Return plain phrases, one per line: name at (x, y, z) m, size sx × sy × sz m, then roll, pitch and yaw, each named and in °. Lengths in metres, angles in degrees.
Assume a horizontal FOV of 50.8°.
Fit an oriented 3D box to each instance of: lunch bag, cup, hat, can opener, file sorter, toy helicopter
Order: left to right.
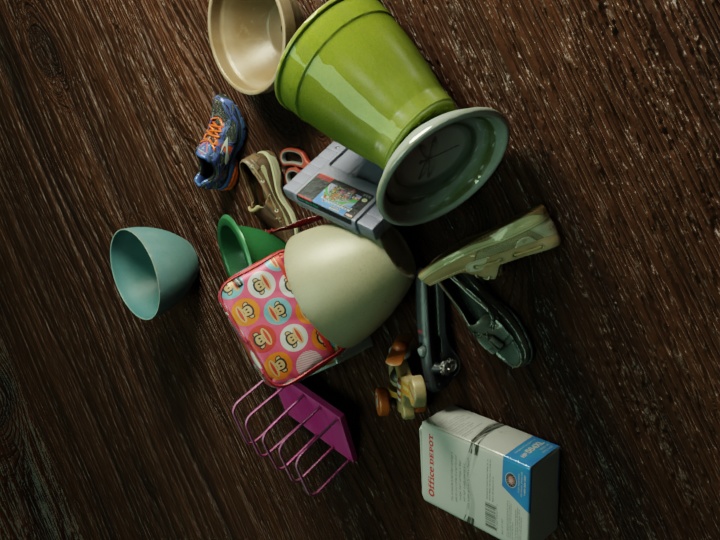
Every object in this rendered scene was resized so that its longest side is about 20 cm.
hat at (-0.139, -0.040, 1.351) m, size 0.200 × 0.176 × 0.166 m, roll 25°, pitch 129°, yaw 60°
lunch bag at (-0.115, 0.072, 1.222) m, size 0.200 × 0.176 × 0.082 m, roll 59°, pitch 165°, yaw 1°
file sorter at (-0.128, 0.305, 1.430) m, size 0.200 × 0.125 × 0.139 m, roll 27°, pitch 145°, yaw 37°
cup at (0.000, 0.000, 1.174) m, size 0.143 × 0.200 × 0.200 m, roll -29°, pitch 83°, yaw 25°
toy helicopter at (0.073, 0.167, 1.177) m, size 0.200 × 0.079 × 0.132 m, roll 170°, pitch 96°, yaw -82°
can opener at (0.109, 0.091, 1.168) m, size 0.079 × 0.063 × 0.200 m, roll 8°, pitch 112°, yaw 45°

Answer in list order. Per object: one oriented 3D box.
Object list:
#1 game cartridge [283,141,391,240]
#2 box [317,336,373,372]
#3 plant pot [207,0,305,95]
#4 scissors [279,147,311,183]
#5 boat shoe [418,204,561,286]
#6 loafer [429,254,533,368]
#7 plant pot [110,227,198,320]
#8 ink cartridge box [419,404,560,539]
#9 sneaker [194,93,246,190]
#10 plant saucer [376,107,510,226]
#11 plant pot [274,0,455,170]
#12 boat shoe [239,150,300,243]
game cartridge at (-0.012, -0.127, 1.163) m, size 0.200 × 0.130 × 0.038 m, roll 27°, pitch 149°, yaw 37°
box at (-0.098, 0.095, 1.367) m, size 0.200 × 0.097 × 0.177 m, roll -29°, pitch 86°, yaw 49°
plant pot at (-0.154, -0.391, 1.233) m, size 0.201 × 0.093 × 0.201 m, roll 20°, pitch 120°, yaw 40°
scissors at (-0.071, -0.169, 1.291) m, size 0.200 × 0.014 × 0.073 m, roll 14°, pitch 113°, yaw 45°
boat shoe at (0.170, -0.017, 1.023) m, size 0.200 × 0.071 × 0.065 m, roll -27°, pitch 97°, yaw 28°
loafer at (0.167, 0.061, 1.093) m, size 0.200 × 0.063 × 0.072 m, roll 56°, pitch 137°, yaw 15°
plant pot at (-0.434, -0.008, 1.653) m, size 0.200 × 0.135 × 0.200 m, roll 20°, pitch 119°, yaw 40°
ink cartridge box at (0.192, 0.308, 1.149) m, size 0.200 × 0.084 × 0.146 m, roll 16°, pitch 116°, yaw 43°
sneaker at (-0.269, -0.234, 1.428) m, size 0.075 × 0.078 × 0.200 m, roll 33°, pitch 127°, yaw 33°
plant saucer at (0.099, -0.144, 0.986) m, size 0.050 × 0.200 × 0.200 m, roll 57°, pitch 138°, yaw 27°
plant pot at (0.020, -0.238, 1.037) m, size 0.193 × 0.200 × 0.200 m, roll 47°, pitch 134°, yaw 17°
boat shoe at (-0.172, -0.112, 1.376) m, size 0.075 × 0.075 × 0.203 m, roll -14°, pitch 95°, yaw 49°
